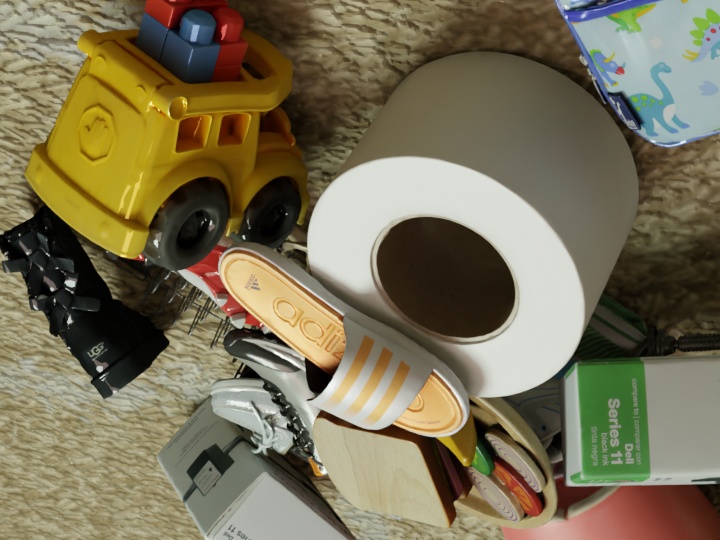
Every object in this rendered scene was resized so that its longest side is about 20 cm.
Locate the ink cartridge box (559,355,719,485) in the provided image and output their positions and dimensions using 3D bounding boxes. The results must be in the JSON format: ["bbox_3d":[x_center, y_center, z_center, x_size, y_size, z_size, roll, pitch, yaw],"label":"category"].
[{"bbox_3d":[0.248,0.108,1.171,0.199,0.084,0.147,-2,170,2],"label":"ink cartridge box"}]

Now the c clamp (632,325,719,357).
[{"bbox_3d":[0.298,0.064,1.267,0.199,0.027,0.171,-8,143,22],"label":"c clamp"}]

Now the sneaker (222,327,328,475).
[{"bbox_3d":[-0.036,0.117,1.344,0.200,0.079,0.074,40,172,-21],"label":"sneaker"}]

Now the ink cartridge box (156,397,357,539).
[{"bbox_3d":[-0.090,0.217,1.504,0.147,0.083,0.200,43,178,-25],"label":"ink cartridge box"}]

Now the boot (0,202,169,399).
[{"bbox_3d":[-0.241,0.022,1.420,0.073,0.198,0.163,-34,95,0],"label":"boot"}]

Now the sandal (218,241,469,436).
[{"bbox_3d":[-0.023,0.063,1.140,0.206,0.059,0.079,34,137,3],"label":"sandal"}]

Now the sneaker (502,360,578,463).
[{"bbox_3d":[0.129,0.110,1.318,0.199,0.087,0.075,12,149,24],"label":"sneaker"}]

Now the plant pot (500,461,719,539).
[{"bbox_3d":[0.209,0.224,1.388,0.200,0.201,0.178,-12,121,35],"label":"plant pot"}]

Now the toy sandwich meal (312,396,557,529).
[{"bbox_3d":[0.054,0.142,1.243,0.205,0.070,0.206,31,151,19],"label":"toy sandwich meal"}]

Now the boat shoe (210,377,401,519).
[{"bbox_3d":[-0.039,0.149,1.418,0.201,0.065,0.074,26,157,-15],"label":"boat shoe"}]

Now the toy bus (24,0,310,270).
[{"bbox_3d":[-0.113,-0.117,1.162,0.136,0.199,0.193,35,118,30],"label":"toy bus"}]

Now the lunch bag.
[{"bbox_3d":[0.225,-0.167,0.994,0.199,0.083,0.161,-11,129,33],"label":"lunch bag"}]

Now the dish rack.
[{"bbox_3d":[-0.123,0.010,1.384,0.199,0.055,0.153,33,140,-13],"label":"dish rack"}]

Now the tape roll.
[{"bbox_3d":[0.080,-0.032,1.145,0.202,0.139,0.203,15,133,17],"label":"tape roll"}]

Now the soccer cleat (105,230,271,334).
[{"bbox_3d":[-0.121,-0.019,1.284,0.199,0.085,0.069,26,121,-28],"label":"soccer cleat"}]

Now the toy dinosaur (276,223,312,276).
[{"bbox_3d":[0.000,0.000,1.258,0.199,0.101,0.058,26,122,-15],"label":"toy dinosaur"}]

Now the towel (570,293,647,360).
[{"bbox_3d":[0.125,0.057,1.350,0.152,0.023,0.200,31,141,-13],"label":"towel"}]
